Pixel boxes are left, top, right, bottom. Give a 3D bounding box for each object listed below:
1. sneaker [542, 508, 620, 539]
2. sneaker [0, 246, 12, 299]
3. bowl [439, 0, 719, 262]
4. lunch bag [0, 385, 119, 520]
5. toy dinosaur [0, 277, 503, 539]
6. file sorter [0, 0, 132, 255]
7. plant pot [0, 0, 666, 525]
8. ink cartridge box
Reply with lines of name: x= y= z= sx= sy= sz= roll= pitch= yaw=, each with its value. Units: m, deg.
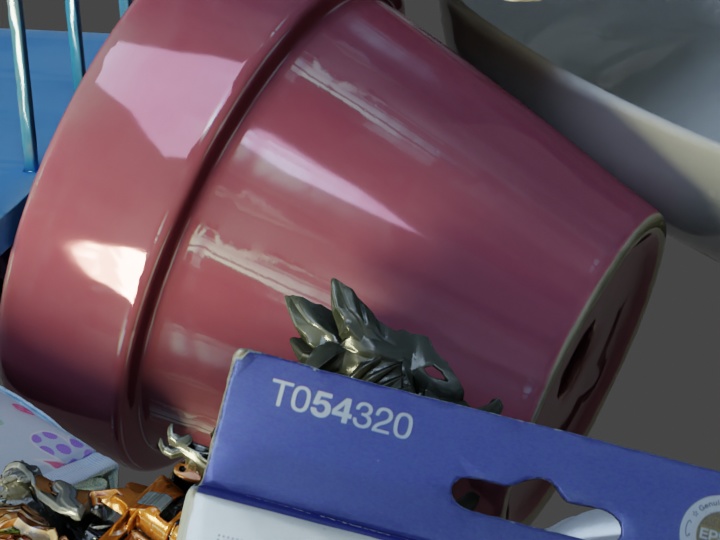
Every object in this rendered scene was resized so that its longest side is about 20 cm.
sneaker: x=0.126 y=0.129 z=0.793 sx=0.200 sy=0.076 sz=0.114 roll=-14 pitch=45 yaw=-1
sneaker: x=-0.166 y=-0.033 z=1.019 sx=0.088 sy=0.074 sz=0.200 roll=-42 pitch=53 yaw=-15
bowl: x=0.148 y=-0.076 z=0.946 sx=0.199 sy=0.075 sz=0.200 roll=-27 pitch=46 yaw=-34
lunch bag: x=-0.202 y=0.086 z=0.799 sx=0.169 sy=0.127 sz=0.200 roll=34 pitch=58 yaw=25
toy dinosaur: x=-0.013 y=0.094 z=0.756 sx=0.200 sy=0.102 sz=0.136 roll=32 pitch=42 yaw=-13
file sorter: x=-0.159 y=-0.099 z=0.890 sx=0.138 sy=0.123 sz=0.200 roll=5 pitch=24 yaw=16
plant pot: x=0.000 y=0.000 z=0.878 sx=0.179 sy=0.200 sz=0.200 roll=27 pitch=60 yaw=15
ink cartridge box: x=0.036 y=0.129 z=0.680 sx=0.196 sy=0.043 sz=0.200 roll=14 pitch=69 yaw=-2
